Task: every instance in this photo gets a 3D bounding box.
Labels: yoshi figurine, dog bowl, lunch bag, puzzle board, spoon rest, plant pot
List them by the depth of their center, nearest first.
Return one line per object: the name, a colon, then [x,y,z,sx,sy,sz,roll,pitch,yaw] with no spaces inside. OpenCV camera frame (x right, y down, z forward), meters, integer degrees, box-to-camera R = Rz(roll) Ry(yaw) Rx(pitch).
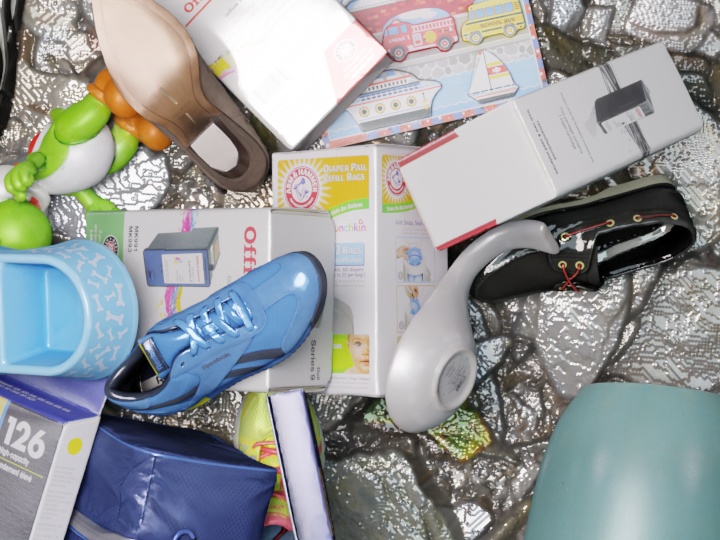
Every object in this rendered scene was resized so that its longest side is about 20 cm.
dog bowl: [-0.268,0.032,1.435,0.200,0.050,0.112,2,96,31]
lunch bag: [-0.159,0.200,1.464,0.136,0.200,0.133,13,91,-27]
spoon rest: [0.081,0.042,1.470,0.061,0.099,0.200,23,68,39]
plant pot: [0.235,0.178,1.483,0.200,0.201,0.161,8,79,-1]
yoshi figurine: [-0.249,-0.068,1.516,0.200,0.112,0.112,-39,97,2]
puzzle board: [0.050,-0.199,1.567,0.200,0.017,0.151,-13,89,-1]

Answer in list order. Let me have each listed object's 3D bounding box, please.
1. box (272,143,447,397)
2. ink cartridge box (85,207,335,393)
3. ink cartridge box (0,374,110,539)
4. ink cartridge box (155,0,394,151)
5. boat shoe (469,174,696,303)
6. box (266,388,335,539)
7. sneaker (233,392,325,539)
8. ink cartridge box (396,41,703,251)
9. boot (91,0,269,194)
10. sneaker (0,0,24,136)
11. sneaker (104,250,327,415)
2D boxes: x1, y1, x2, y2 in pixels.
box: [0.000,0.000,1.499,0.112,0.101,0.200,0,89,37]
ink cartridge box: [-0.124,0.022,1.475,0.200,0.087,0.146,1,90,35]
ink cartridge box: [-0.301,0.142,1.487,0.197,0.047,0.200,17,91,40]
ink cartridge box: [-0.083,-0.209,1.529,0.116,0.067,0.200,-45,87,5]
boat shoe: [0.182,-0.017,1.533,0.201,0.074,0.063,-19,51,-3]
box: [-0.044,0.155,1.395,0.032,0.200,0.121,-12,83,-2]
sneaker: [-0.068,0.186,1.522,0.078,0.090,0.200,-1,89,-1]
ink cartridge box: [0.153,-0.100,1.460,0.200,0.144,0.084,-23,89,-42]
boot: [-0.146,-0.146,1.496,0.070,0.146,0.200,-33,96,3]
sneaker: [-0.352,-0.183,1.540,0.115,0.076,0.201,7,81,8]
sneaker: [-0.110,0.051,1.366,0.200,0.078,0.066,-35,69,29]
